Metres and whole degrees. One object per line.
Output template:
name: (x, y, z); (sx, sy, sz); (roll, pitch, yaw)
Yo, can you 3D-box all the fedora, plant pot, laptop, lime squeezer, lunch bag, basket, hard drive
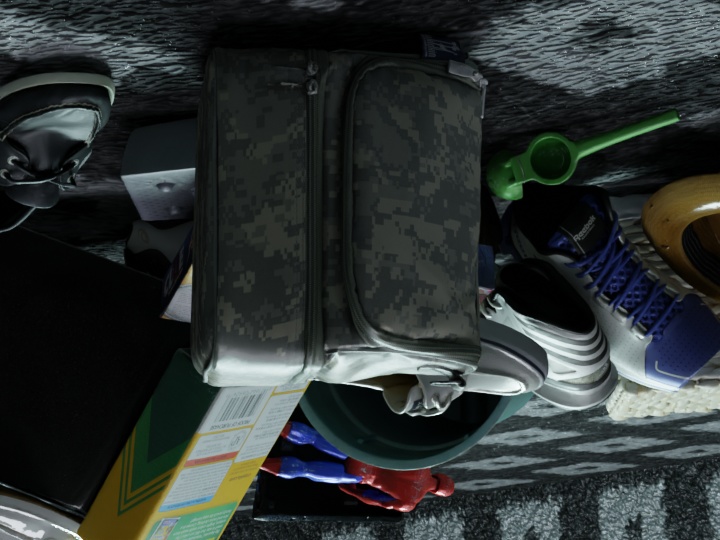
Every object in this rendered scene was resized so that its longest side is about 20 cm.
fedora: (0.303, -0.036, 1.381); (0.200, 0.082, 0.201); (22, 156, 10)
plant pot: (-0.228, 0.086, 1.467); (0.199, 0.178, 0.200); (19, 170, 5)
laptop: (-0.043, 0.117, 1.717); (0.177, 0.201, 0.103); (7, -178, -42)
lime squeezer: (0.133, -0.072, 1.335); (0.070, 0.038, 0.200); (4, 165, -33)
lunch bag: (-0.010, -0.032, 1.111); (0.167, 0.201, 0.139); (2, 170, -9)
basket: (0.285, 0.028, 1.561); (0.197, 0.162, 0.200); (-5, 170, 2)
hard drive: (-0.054, -0.071, 1.270); (0.199, 0.043, 0.135); (-5, 168, 0)
plant pot: (0.066, 0.061, 1.611); (0.199, 0.201, 0.196); (-8, 175, 20)

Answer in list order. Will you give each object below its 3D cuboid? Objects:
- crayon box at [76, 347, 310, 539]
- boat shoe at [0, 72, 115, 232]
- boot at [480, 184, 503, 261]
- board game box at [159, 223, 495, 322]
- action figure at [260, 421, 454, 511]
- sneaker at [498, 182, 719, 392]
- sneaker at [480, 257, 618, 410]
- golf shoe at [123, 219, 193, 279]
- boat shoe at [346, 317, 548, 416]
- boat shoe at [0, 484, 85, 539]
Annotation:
crayon box: (-0.128, 0.147, 1.416); (0.052, 0.201, 0.126); (37, -162, 23)
boat shoe: (-0.203, -0.068, 1.180); (0.074, 0.066, 0.199); (4, 165, -32)
boot: (0.000, 0.000, 1.406); (0.199, 0.066, 0.175); (-21, 176, 13)
board game box: (-0.024, 0.009, 1.313); (0.199, 0.035, 0.136); (11, 152, -16)
action figure: (-0.018, 0.158, 1.634); (0.199, 0.066, 0.099); (16, -179, -13)
sneaker: (0.178, 0.003, 1.410); (0.081, 0.199, 0.115); (-48, 164, -7)
sneaker: (0.098, 0.021, 1.421); (0.200, 0.076, 0.116); (19, 144, 30)
golf shoe: (-0.136, -0.009, 1.504); (0.094, 0.078, 0.200); (13, 166, 2)
boat shoe: (0.037, 0.067, 1.305); (0.199, 0.070, 0.071); (15, 150, -22)
boat shoe: (-0.238, 0.208, 1.420); (0.071, 0.070, 0.200); (16, 167, 46)
